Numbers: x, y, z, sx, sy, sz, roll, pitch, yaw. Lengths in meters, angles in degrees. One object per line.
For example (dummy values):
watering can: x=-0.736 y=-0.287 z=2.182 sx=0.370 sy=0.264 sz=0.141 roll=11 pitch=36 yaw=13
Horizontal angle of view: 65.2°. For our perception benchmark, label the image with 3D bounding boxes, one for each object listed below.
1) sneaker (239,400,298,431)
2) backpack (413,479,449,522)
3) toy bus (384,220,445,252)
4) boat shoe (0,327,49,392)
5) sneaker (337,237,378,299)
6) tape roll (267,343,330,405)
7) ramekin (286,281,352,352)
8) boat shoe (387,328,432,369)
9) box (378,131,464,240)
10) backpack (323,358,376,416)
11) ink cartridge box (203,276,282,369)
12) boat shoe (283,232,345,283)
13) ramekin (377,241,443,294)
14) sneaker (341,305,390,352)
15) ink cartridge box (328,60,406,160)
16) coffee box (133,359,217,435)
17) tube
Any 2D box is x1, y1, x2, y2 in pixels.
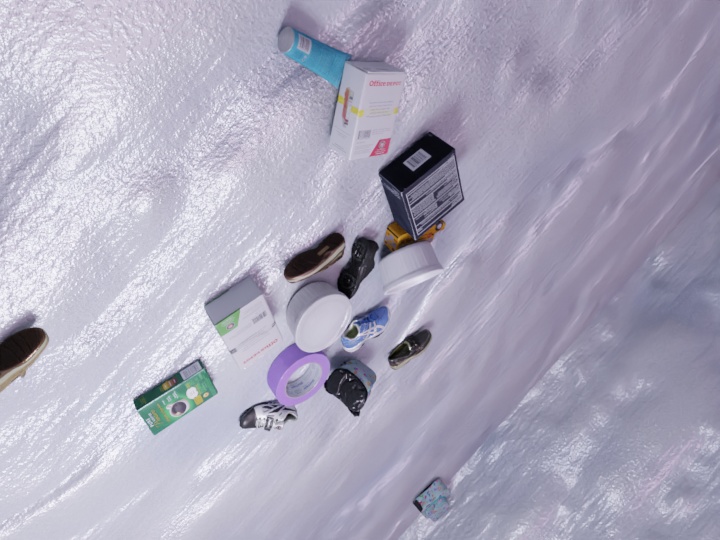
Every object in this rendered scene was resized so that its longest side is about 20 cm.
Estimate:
sneaker: x=-0.282 y=0.466 z=1.772 sx=0.195 sy=0.089 sz=0.076 roll=-12 pitch=132 yaw=-35
backpack: x=0.403 y=1.249 z=3.062 sx=0.200 sy=0.150 sz=0.179 roll=-44 pitch=141 yaw=-11
toy bus: x=0.169 y=-0.119 z=1.729 sx=0.195 sy=0.065 sz=0.080 roll=-15 pitch=133 yaw=-35
boat shoe: x=-0.711 y=0.193 z=1.149 sx=0.198 sy=0.072 sz=0.076 roll=-37 pitch=156 yaw=-3
sneaker: x=0.000 y=0.000 z=1.664 sx=0.089 sy=0.076 sz=0.204 roll=-2 pitch=126 yaw=-51
tape roll: x=-0.191 y=0.321 z=1.754 sx=0.196 sy=0.065 sz=0.205 roll=-26 pitch=136 yaw=-27
ramekin: x=-0.126 y=0.127 z=1.628 sx=0.198 sy=0.094 sz=0.207 roll=-25 pitch=136 yaw=-26
boat shoe: x=0.183 y=0.285 z=2.081 sx=0.199 sy=0.072 sz=0.066 roll=-38 pitch=146 yaw=-6
box: x=0.174 y=-0.236 z=1.587 sx=0.198 sy=0.123 sz=0.201 roll=-37 pitch=140 yaw=-10
backpack: x=-0.022 y=0.380 z=1.882 sx=0.127 sy=0.167 sz=0.200 roll=-47 pitch=171 yaw=8
ink cartridge box: x=-0.302 y=0.142 z=1.476 sx=0.144 sy=0.084 sz=0.203 roll=-33 pitch=140 yaw=-18
boat shoe: x=-0.118 y=-0.017 z=1.532 sx=0.199 sy=0.075 sz=0.076 roll=-33 pitch=146 yaw=-19
ramekin: x=0.146 y=-0.009 z=1.709 sx=0.194 sy=0.101 sz=0.201 roll=-21 pitch=171 yaw=-3
sneaker: x=0.019 y=0.185 z=1.831 sx=0.199 sy=0.076 sz=0.078 roll=-41 pitch=146 yaw=-11
ink cartridge box: x=0.016 y=-0.380 z=1.332 sx=0.143 sy=0.083 sz=0.205 roll=-18 pitch=134 yaw=-43
coffee box: x=-0.488 y=0.336 z=1.494 sx=0.197 sy=0.044 sz=0.125 roll=-33 pitch=139 yaw=-20
tube: x=-0.092 y=-0.457 z=1.206 sx=0.197 sy=0.050 sz=0.079 roll=6 pitch=121 yaw=-53
